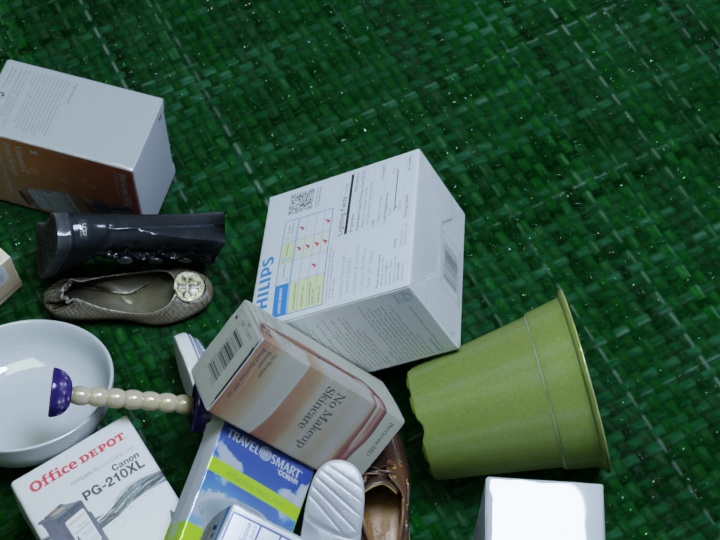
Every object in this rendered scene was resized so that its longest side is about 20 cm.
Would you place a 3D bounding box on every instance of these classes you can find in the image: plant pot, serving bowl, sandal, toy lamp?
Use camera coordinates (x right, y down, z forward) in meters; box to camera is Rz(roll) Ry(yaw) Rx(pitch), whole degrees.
[{"bbox_3d":[0.153,0.142,1.525,0.187,0.201,0.202,-15,61,5],"label":"plant pot"},{"bbox_3d":[-0.366,0.144,1.553,0.197,0.066,0.201,0,42,0],"label":"serving bowl"},{"bbox_3d":[-0.032,0.302,1.474,0.078,0.059,0.210,12,86,4],"label":"sandal"},{"bbox_3d":[-0.227,0.137,1.490,0.197,0.058,0.059,8,60,-12],"label":"toy lamp"}]

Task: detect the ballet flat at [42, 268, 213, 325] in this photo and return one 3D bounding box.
[{"bbox_3d":[-0.271,0.027,1.645,0.197,0.047,0.068,-2,61,-2],"label":"ballet flat"}]

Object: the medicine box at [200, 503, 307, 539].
[{"bbox_3d":[-0.081,0.348,1.312,0.198,0.103,0.184,27,64,-7],"label":"medicine box"}]

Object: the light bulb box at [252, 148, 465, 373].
[{"bbox_3d":[0.000,0.000,1.560,0.198,0.125,0.200,-16,46,25],"label":"light bulb box"}]

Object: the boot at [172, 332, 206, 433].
[{"bbox_3d":[-0.135,0.149,1.573,0.089,0.073,0.202,-21,72,-18],"label":"boot"}]

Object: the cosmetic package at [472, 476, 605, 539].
[{"bbox_3d":[0.171,0.335,1.393,0.121,0.200,0.202,2,61,1],"label":"cosmetic package"}]

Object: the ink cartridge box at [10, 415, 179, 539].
[{"bbox_3d":[-0.256,0.278,1.483,0.144,0.085,0.201,-30,66,-18],"label":"ink cartridge box"}]

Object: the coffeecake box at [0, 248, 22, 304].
[{"bbox_3d":[-0.521,-0.007,1.645,0.199,0.073,0.154,38,68,19],"label":"coffeecake box"}]

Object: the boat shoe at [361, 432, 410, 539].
[{"bbox_3d":[0.022,0.234,1.522,0.071,0.068,0.202,-4,61,-3],"label":"boat shoe"}]

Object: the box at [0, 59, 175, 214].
[{"bbox_3d":[-0.334,-0.142,1.677,0.197,0.153,0.107,15,60,8],"label":"box"}]

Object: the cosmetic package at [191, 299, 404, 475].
[{"bbox_3d":[-0.065,0.131,1.473,0.104,0.199,0.087,-52,31,11],"label":"cosmetic package"}]

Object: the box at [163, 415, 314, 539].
[{"bbox_3d":[-0.125,0.246,1.435,0.121,0.047,0.202,34,56,-23],"label":"box"}]

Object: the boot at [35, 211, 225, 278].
[{"bbox_3d":[-0.270,-0.032,1.652,0.197,0.164,0.067,-4,85,-24],"label":"boot"}]
